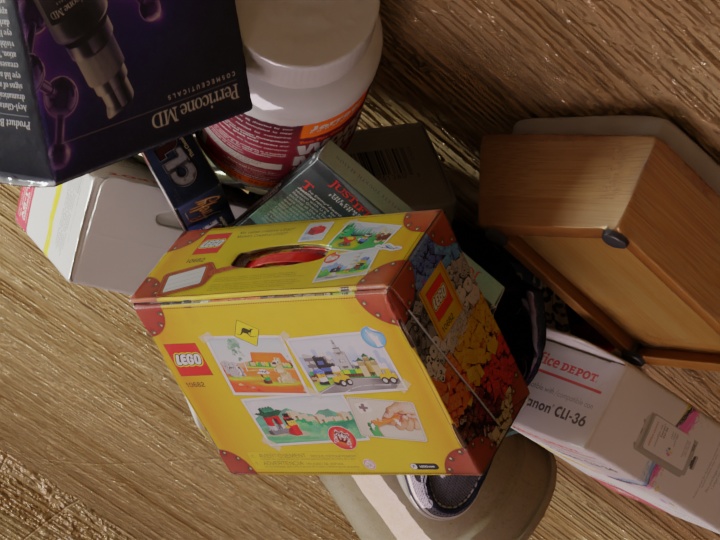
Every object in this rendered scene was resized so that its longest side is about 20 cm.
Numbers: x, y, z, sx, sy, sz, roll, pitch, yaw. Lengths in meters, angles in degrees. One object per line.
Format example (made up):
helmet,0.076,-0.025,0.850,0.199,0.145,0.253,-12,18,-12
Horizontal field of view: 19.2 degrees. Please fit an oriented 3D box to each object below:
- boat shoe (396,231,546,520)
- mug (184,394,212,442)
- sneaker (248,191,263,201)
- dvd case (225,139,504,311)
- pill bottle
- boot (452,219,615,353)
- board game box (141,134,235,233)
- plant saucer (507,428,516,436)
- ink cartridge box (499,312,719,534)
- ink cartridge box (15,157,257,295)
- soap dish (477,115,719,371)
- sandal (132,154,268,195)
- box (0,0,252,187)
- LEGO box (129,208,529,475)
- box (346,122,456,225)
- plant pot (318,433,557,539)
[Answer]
boat shoe,0.071,0.083,1.383,0.075,0.200,0.093,-4,-160,-20
mug,-0.109,0.062,1.796,0.149,0.187,0.153,12,-151,-40
sneaker,-0.019,-0.050,1.558,0.081,0.074,0.200,15,169,-23
dvd case,-0.018,0.008,1.358,0.146,0.022,0.200,40,144,-10
pill bottle,-0.045,-0.127,1.281,0.109,0.110,0.200,28,163,1
boot,0.121,0.032,1.553,0.150,0.073,0.200,16,154,35
board game box,-0.146,-0.116,1.392,0.200,0.035,0.136,60,176,11
plant saucer,0.117,0.111,1.670,0.200,0.200,0.036,142,110,-71
ink cartridge box,0.165,0.101,1.446,0.200,0.068,0.116,33,171,-36
ink cartridge box,-0.164,-0.039,1.592,0.145,0.084,0.200,12,-171,-23
soap dish,0.179,-0.012,1.315,0.200,0.081,0.157,40,159,-31
sandal,-0.106,-0.094,1.558,0.080,0.057,0.201,10,-175,-39
box,-0.157,-0.162,1.141,0.104,0.148,0.200,10,118,44
LEGO box,-0.019,0.048,1.314,0.200,0.077,0.149,-3,127,36
box,0.000,0.000,1.451,0.095,0.078,0.200,-8,141,-16
plant pot,0.040,0.161,1.880,0.184,0.201,0.200,49,156,-24
